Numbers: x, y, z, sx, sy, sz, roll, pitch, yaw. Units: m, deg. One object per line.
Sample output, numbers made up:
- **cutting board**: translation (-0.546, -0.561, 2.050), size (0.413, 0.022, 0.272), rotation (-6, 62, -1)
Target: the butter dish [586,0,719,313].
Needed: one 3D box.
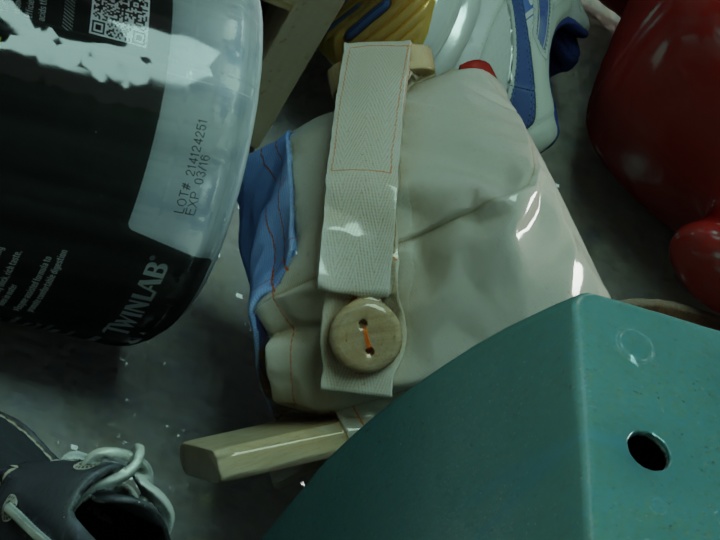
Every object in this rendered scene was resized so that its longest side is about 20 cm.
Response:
- **butter dish**: translation (0.151, -0.048, 0.971), size (0.199, 0.200, 0.148), rotation (33, 65, 0)

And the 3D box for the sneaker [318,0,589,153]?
- **sneaker**: translation (0.039, -0.106, 1.027), size (0.088, 0.075, 0.201), rotation (44, 36, -22)

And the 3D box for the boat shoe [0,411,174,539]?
- **boat shoe**: translation (-0.060, 0.079, 0.744), size (0.072, 0.063, 0.200), rotation (30, 10, -35)

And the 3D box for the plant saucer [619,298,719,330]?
- **plant saucer**: translation (0.144, 0.084, 0.891), size (0.200, 0.037, 0.201), rotation (28, 22, -12)

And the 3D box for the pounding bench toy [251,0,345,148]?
- **pounding bench toy**: translation (-0.054, -0.172, 0.922), size (0.155, 0.200, 0.125), rotation (24, 44, -11)

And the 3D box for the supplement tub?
- **supplement tub**: translation (-0.137, -0.056, 0.826), size (0.199, 0.123, 0.123), rotation (14, 46, -20)

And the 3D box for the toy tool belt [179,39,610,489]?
- **toy tool belt**: translation (0.000, 0.000, 0.851), size (0.125, 0.122, 0.200), rotation (63, 4, -18)

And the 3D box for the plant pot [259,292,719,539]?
- **plant pot**: translation (0.052, 0.110, 0.731), size (0.141, 0.200, 0.142), rotation (17, 45, -17)
